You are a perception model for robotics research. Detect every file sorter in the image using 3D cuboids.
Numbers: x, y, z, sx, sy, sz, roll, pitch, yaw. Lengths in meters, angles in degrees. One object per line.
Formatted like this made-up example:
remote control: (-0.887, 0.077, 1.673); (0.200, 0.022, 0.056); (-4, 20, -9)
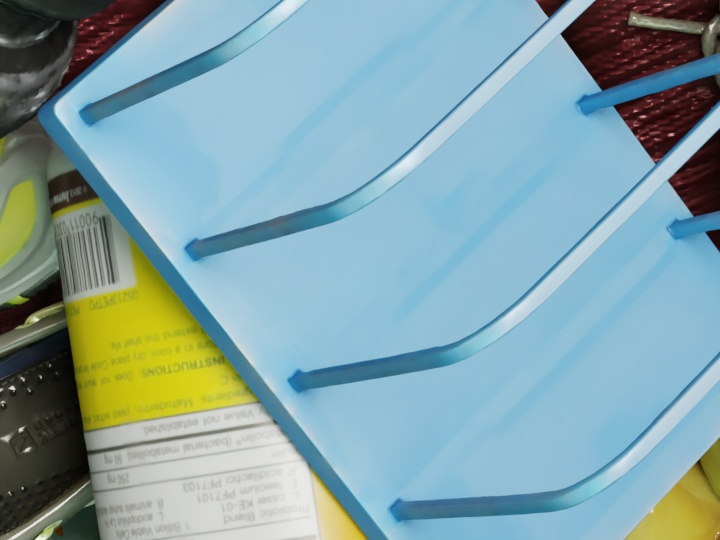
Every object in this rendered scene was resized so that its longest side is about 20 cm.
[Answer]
file sorter: (0.044, -0.013, 0.758); (0.200, 0.139, 0.123); (52, 156, -12)

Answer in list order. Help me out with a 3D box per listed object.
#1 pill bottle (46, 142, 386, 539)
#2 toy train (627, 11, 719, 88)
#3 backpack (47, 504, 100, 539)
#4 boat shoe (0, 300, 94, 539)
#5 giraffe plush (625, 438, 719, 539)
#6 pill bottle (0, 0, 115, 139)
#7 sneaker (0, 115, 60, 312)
pill bottle: (-0.026, 0.050, 0.845); (0.109, 0.201, 0.109); (-9, 178, 0)
toy train: (0.180, -0.017, 0.908); (0.199, 0.116, 0.085); (8, 143, -20)
backpack: (-0.147, 0.143, 1.038); (0.150, 0.178, 0.200); (12, 138, -32)
boat shoe: (-0.133, 0.068, 0.900); (0.201, 0.072, 0.060); (-33, 166, -17)
giraffe plush: (0.094, 0.057, 0.979); (0.171, 0.163, 0.201); (2, 127, 2)
pill bottle: (-0.149, -0.069, 0.787); (0.200, 0.112, 0.112); (-31, 138, 31)
sneaker: (-0.172, 0.004, 0.913); (0.200, 0.076, 0.076); (-40, 151, 24)
